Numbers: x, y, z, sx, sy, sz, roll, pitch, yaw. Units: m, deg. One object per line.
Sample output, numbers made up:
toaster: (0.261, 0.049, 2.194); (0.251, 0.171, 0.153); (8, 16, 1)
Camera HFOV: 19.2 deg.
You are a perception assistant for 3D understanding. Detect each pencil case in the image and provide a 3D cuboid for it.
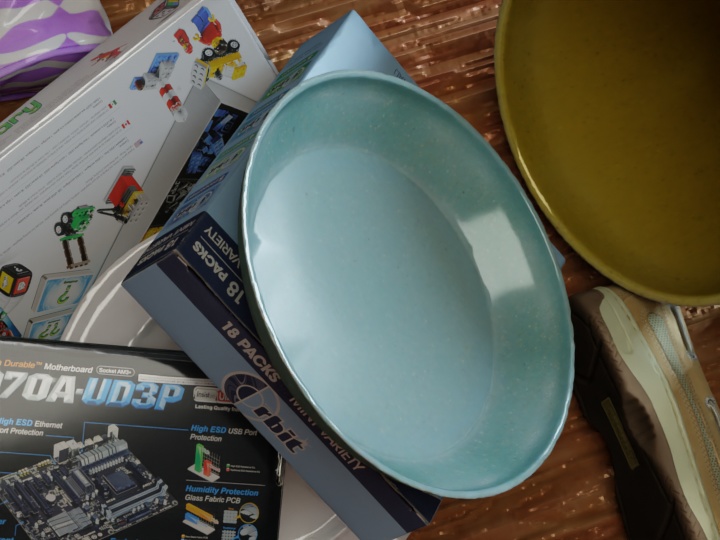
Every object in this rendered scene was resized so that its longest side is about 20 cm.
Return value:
pencil case: (-0.188, -0.181, 1.053); (0.085, 0.084, 0.201); (-17, 82, -29)

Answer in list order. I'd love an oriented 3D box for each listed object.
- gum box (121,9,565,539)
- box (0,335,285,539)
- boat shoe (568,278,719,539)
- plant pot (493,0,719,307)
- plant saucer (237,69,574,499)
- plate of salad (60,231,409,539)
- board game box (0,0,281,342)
gum box: (0.000, 0.000, 0.997); (0.170, 0.044, 0.200); (48, 42, -16)
box: (-0.136, 0.112, 0.970); (0.199, 0.046, 0.160); (5, 89, -15)
boat shoe: (0.169, 0.096, 1.068); (0.076, 0.072, 0.201); (-16, 82, -23)
plant pot: (0.187, -0.100, 1.059); (0.142, 0.200, 0.201); (-25, 83, -37)
plant saucer: (0.015, 0.009, 0.946); (0.200, 0.036, 0.201); (22, 56, -36)
plate of salad: (-0.056, 0.071, 1.040); (0.199, 0.048, 0.201); (0, 90, -15)
board game box: (-0.118, -0.034, 1.031); (0.200, 0.035, 0.126); (-40, 121, -14)
